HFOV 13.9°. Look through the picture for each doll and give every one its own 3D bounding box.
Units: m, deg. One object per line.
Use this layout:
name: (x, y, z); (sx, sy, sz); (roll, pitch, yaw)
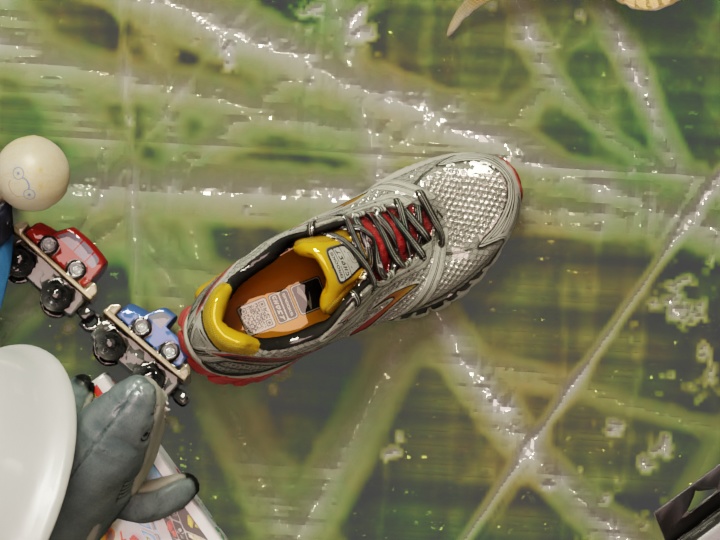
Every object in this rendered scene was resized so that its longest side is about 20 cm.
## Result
doll: (-0.238, -0.017, 1.561); (0.200, 0.048, 0.136); (-25, 94, 18)

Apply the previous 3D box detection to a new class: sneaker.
sneaker: (0.000, 0.000, 1.552); (0.200, 0.082, 0.078); (-31, 87, -10)

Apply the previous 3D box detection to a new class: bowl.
bowl: (-0.240, 0.110, 1.498); (0.090, 0.201, 0.201); (32, 89, -31)

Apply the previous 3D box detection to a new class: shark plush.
shark plush: (-0.177, 0.126, 1.524); (0.200, 0.083, 0.091); (-35, 86, 0)

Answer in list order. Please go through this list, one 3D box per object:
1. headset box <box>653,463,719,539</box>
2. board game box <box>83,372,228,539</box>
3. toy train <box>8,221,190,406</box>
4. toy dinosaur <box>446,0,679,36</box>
headset box: (0.234, 0.192, 1.544); (0.149, 0.077, 0.200); (-36, 88, 1)
board game box: (-0.130, 0.171, 1.580); (0.126, 0.035, 0.200); (-36, 87, 1)
toy train: (-0.162, -0.001, 1.591); (0.200, 0.034, 0.046); (42, 79, 4)
toy dinosaur: (0.136, -0.186, 1.571); (0.200, 0.058, 0.101); (-11, 89, 2)
